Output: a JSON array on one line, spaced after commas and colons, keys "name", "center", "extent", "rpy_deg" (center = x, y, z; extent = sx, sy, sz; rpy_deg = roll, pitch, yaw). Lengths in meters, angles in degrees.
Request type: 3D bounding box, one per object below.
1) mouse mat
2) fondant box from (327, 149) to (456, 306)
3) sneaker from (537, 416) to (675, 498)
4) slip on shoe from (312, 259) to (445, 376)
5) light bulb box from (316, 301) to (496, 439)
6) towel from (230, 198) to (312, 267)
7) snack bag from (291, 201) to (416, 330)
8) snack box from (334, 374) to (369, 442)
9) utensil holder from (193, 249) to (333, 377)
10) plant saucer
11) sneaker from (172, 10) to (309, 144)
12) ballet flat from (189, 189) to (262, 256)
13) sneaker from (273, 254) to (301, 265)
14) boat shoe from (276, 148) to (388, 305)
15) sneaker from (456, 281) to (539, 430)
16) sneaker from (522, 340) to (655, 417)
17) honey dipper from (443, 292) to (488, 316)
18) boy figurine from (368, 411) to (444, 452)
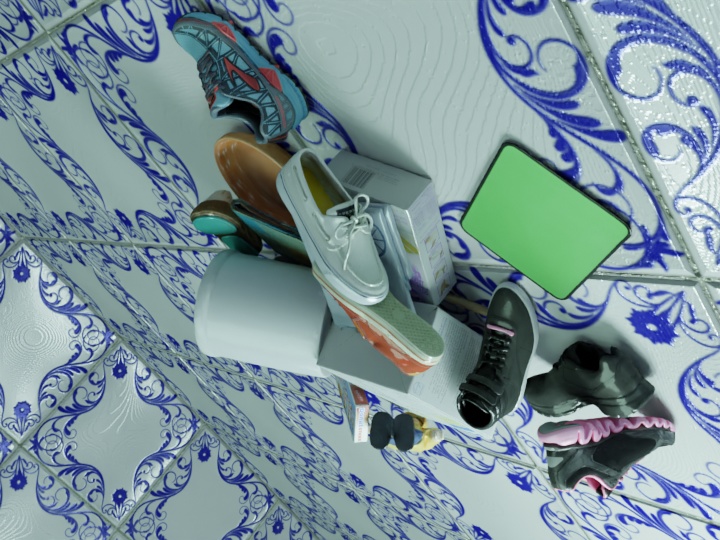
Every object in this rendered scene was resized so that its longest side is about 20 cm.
[{"name": "mouse mat", "center": [0.196, -0.048, 0.914], "extent": [0.160, 0.008, 0.200], "rpy_deg": [37, 155, 7]}, {"name": "fondant box", "center": [0.038, -0.051, 1.080], "extent": [0.143, 0.058, 0.201], "rpy_deg": [24, 152, 33]}, {"name": "sneaker", "center": [0.307, 0.229, 1.020], "extent": [0.079, 0.198, 0.097], "rpy_deg": [155, 112, -65]}, {"name": "slip on shoe", "center": [0.014, 0.055, 1.016], "extent": [0.200, 0.074, 0.061], "rpy_deg": [41, 130, 11]}, {"name": "light bulb box", "center": [0.082, 0.132, 1.182], "extent": [0.197, 0.126, 0.199], "rpy_deg": [10, 163, 48]}, {"name": "towel", "center": [-0.107, -0.042, 1.266], "extent": [0.146, 0.022, 0.200], "rpy_deg": [26, 170, 22]}, {"name": "snack bag", "center": [0.000, 0.000, 1.073], "extent": [0.188, 0.021, 0.202], "rpy_deg": [7, 125, 48]}, {"name": "snack box", "center": [-0.019, 0.184, 1.337], "extent": [0.201, 0.024, 0.073], "rpy_deg": [-112, 23, -57]}, {"name": "utensil holder", "center": [-0.129, 0.066, 1.272], "extent": [0.198, 0.171, 0.171], "rpy_deg": [10, 148, 15]}, {"name": "plant saucer", "center": [-0.130, -0.129, 1.220], "extent": [0.199, 0.038, 0.201], "rpy_deg": [33, 156, 16]}, {"name": "sneaker", "center": [-0.161, -0.234, 1.008], "extent": [0.199, 0.096, 0.079], "rpy_deg": [39, 156, 3]}, {"name": "ballet flat", "center": [-0.204, -0.080, 1.276], "extent": [0.067, 0.073, 0.200], "rpy_deg": [-5, 162, 19]}, {"name": "sneaker", "center": [-0.082, 0.038, 1.388], "extent": [0.199, 0.080, 0.074], "rpy_deg": [30, 157, 25]}, {"name": "boat shoe", "center": [-0.020, -0.059, 0.970], "extent": [0.203, 0.074, 0.086], "rpy_deg": [59, 144, 10]}, {"name": "sneaker", "center": [0.172, 0.119, 1.055], "extent": [0.070, 0.099, 0.202], "rpy_deg": [19, 122, 31]}, {"name": "sneaker", "center": [0.275, 0.132, 1.048], "extent": [0.091, 0.076, 0.199], "rpy_deg": [56, 147, -11]}, {"name": "honey dipper", "center": [0.121, 0.036, 1.144], "extent": [0.199, 0.038, 0.038], "rpy_deg": [19, 149, 32]}, {"name": "boy figurine", "center": [0.076, 0.258, 1.322], "extent": [0.123, 0.065, 0.200], "rpy_deg": [2, 172, 16]}]
